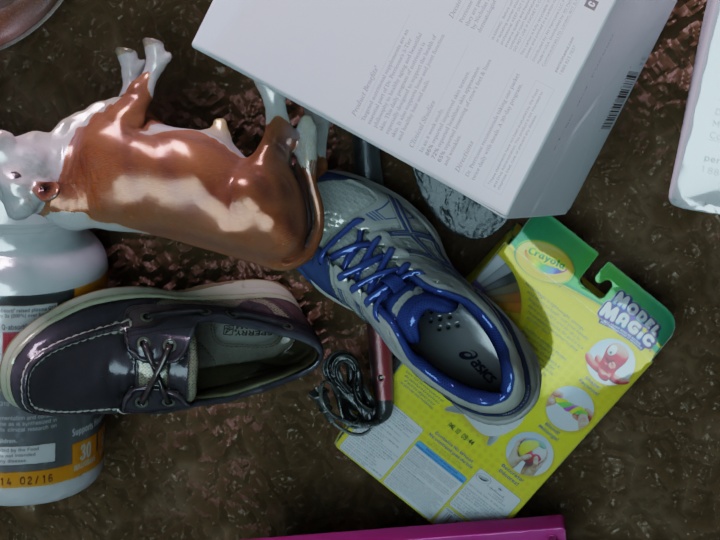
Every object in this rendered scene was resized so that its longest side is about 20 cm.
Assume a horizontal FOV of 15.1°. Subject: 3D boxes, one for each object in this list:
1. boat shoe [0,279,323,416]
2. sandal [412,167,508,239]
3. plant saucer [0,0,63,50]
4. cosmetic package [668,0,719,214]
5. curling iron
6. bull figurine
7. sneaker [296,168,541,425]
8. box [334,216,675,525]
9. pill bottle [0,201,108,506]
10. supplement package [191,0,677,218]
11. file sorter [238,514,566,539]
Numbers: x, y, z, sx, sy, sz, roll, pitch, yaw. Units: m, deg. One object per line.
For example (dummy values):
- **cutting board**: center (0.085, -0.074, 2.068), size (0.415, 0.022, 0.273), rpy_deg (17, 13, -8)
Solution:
- **boat shoe**: center (-0.113, 0.050, 1.610), size (0.200, 0.065, 0.072), rpy_deg (-8, 115, -31)
- **sandal**: center (0.073, -0.111, 1.587), size (0.075, 0.048, 0.201), rpy_deg (14, 109, 6)
- **plant saucer**: center (-0.253, -0.225, 1.615), size (0.200, 0.032, 0.200), rpy_deg (4, 112, 10)
- **cosmetic package**: center (0.266, -0.120, 1.468), size (0.165, 0.200, 0.165), rpy_deg (13, 109, 6)
- **curling iron**: center (0.000, 0.000, 1.623), size (0.050, 0.026, 0.200), rpy_deg (3, 92, -22)
- **bull figurine**: center (-0.112, -0.065, 1.554), size (0.200, 0.065, 0.122), rpy_deg (17, 77, 0)
- **sneaker**: center (0.027, 0.008, 1.566), size (0.200, 0.088, 0.075), rpy_deg (40, 91, 7)
- **box**: center (0.089, 0.063, 1.643), size (0.117, 0.048, 0.200), rpy_deg (39, 113, -3)
- **pill bottle**: center (-0.211, 0.033, 1.650), size (0.116, 0.116, 0.200), rpy_deg (6, 109, 8)
- **supplement package**: center (0.046, -0.141, 1.494), size (0.200, 0.151, 0.152), rpy_deg (29, 100, 14)
- **file sorter**: center (0.031, 0.247, 1.635), size (0.200, 0.125, 0.139), rpy_deg (-5, 128, 1)
